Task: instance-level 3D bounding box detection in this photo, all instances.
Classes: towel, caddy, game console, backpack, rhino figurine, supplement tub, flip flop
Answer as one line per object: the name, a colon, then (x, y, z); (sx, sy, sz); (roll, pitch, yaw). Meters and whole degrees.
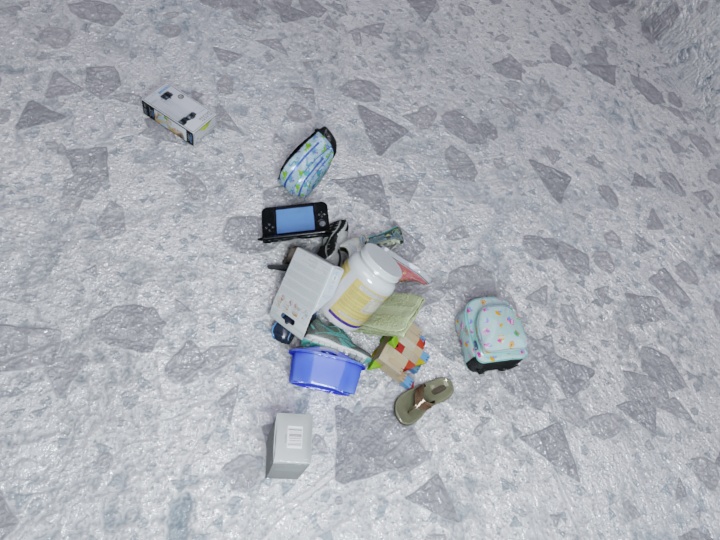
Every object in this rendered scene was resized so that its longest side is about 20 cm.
towel: (0.068, 0.115, 1.395); (0.149, 0.199, 0.037); (-56, 132, -34)
caddy: (-0.087, 0.243, 1.274); (0.199, 0.141, 0.106); (15, 70, -9)
game console: (-0.189, -0.142, 1.458); (0.198, 0.117, 0.177); (-6, 62, -3)
backpack: (0.371, 0.173, 1.461); (0.174, 0.154, 0.201); (-5, 56, -14)
rhino figurine: (-0.128, 0.001, 1.438); (0.199, 0.088, 0.060); (34, 57, 4)
backpack: (-0.166, -0.322, 1.577); (0.200, 0.163, 0.154); (-36, 90, -24)
supplement tub: (-0.002, 0.043, 1.320); (0.145, 0.200, 0.146); (35, 22, -17)
flip flop: (0.172, 0.339, 1.355); (0.199, 0.058, 0.081); (-20, 69, -26)

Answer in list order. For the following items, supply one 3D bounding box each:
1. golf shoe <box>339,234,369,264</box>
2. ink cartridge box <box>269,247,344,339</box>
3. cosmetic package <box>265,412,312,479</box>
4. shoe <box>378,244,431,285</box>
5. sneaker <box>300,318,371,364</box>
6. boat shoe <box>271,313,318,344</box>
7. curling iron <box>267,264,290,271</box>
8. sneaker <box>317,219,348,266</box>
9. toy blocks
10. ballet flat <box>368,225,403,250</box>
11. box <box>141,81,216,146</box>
golf shoe: (0.000, 0.000, 1.434); (0.097, 0.078, 0.201); (-15, 65, -10)
ink cartridge box: (-0.142, 0.058, 1.311); (0.160, 0.201, 0.047); (27, 5, 43)
cosmetic package: (-0.161, 0.395, 1.137); (0.089, 0.200, 0.107); (7, 56, -15)
shoe: (0.114, 0.012, 1.524); (0.199, 0.071, 0.091); (31, 85, -17)
sneaker: (-0.055, 0.186, 1.352); (0.199, 0.078, 0.092); (25, 54, -18)
boat shoe: (-0.151, 0.121, 1.373); (0.068, 0.084, 0.200); (30, 69, 24)
curling iron: (-0.178, 0.004, 1.399); (0.199, 0.026, 0.050); (12, 80, 28)
sneaker: (-0.074, -0.074, 1.520); (0.073, 0.080, 0.201); (-10, 40, 26)
toy blocks: (0.124, 0.225, 1.396); (0.136, 0.100, 0.201); (38, 57, -8)
ballet flat: (0.054, -0.078, 1.551); (0.199, 0.074, 0.074); (-22, 70, -28)
box: (-0.565, -0.492, 1.601); (0.199, 0.060, 0.117); (34, 57, 4)
